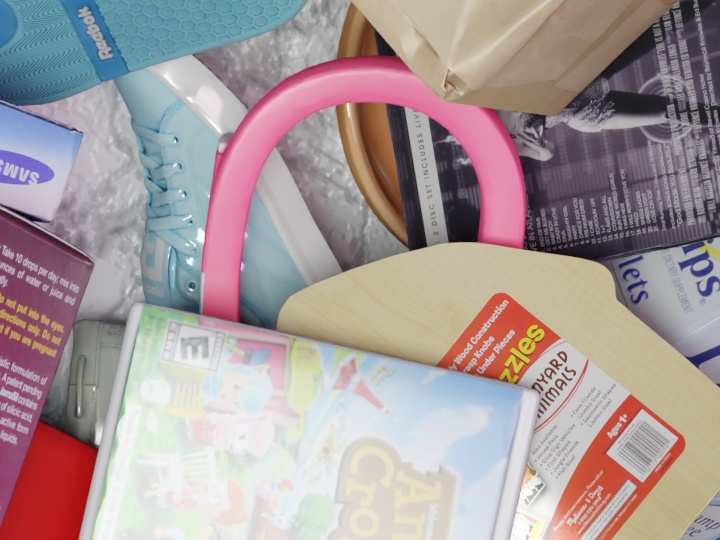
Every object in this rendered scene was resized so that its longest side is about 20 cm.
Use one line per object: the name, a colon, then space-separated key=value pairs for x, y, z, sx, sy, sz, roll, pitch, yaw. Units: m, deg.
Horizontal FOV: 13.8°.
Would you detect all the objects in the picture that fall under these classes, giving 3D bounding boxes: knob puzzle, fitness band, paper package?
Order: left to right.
fitness band: x=0.000 y=0.000 z=1.339 sx=0.144 sy=0.037 sz=0.200 roll=5 pitch=110 yaw=-4
paper package: x=0.038 y=-0.166 z=1.267 sx=0.103 sy=0.200 sz=0.191 roll=-44 pitch=78 yaw=14
knob puzzle: x=0.046 y=0.076 z=1.316 sx=0.220 sy=0.030 sz=0.220 roll=0 pitch=87 yaw=4

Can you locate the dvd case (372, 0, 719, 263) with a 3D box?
dvd case: x=0.107 y=-0.078 z=1.355 sx=0.016 sy=0.200 sz=0.149 roll=13 pitch=67 yaw=-67

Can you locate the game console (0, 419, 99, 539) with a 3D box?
game console: x=-0.206 y=0.146 z=1.305 sx=0.172 sy=0.119 sz=0.200 roll=31 pitch=81 yaw=-41

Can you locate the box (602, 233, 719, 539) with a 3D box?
box: x=0.160 y=0.044 z=1.429 sx=0.200 sy=0.105 sz=0.184 roll=-32 pitch=139 yaw=19

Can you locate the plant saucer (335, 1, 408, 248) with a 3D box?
plant saucer: x=0.069 y=-0.095 z=1.472 sx=0.200 sy=0.037 sz=0.200 roll=-5 pitch=99 yaw=-31

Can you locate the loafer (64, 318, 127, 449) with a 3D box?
loafer: x=-0.132 y=0.120 z=1.368 sx=0.070 sy=0.070 sz=0.200 roll=18 pitch=88 yaw=-2

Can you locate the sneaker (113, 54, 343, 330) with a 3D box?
sneaker: x=-0.073 y=-0.022 z=1.374 sx=0.082 sy=0.074 sz=0.200 roll=-38 pitch=110 yaw=-17

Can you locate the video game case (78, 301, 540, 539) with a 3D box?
video game case: x=-0.031 y=0.129 z=1.282 sx=0.182 sy=0.022 sz=0.200 roll=13 pitch=87 yaw=-2

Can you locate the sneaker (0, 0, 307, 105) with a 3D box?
sneaker: x=-0.121 y=-0.149 z=1.329 sx=0.200 sy=0.131 sz=0.080 roll=-10 pitch=135 yaw=3

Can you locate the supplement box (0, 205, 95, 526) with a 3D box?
supplement box: x=-0.214 y=0.060 z=1.211 sx=0.103 sy=0.131 sz=0.200 roll=33 pitch=75 yaw=-62

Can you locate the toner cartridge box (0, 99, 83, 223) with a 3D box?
toner cartridge box: x=-0.226 y=-0.073 z=1.243 sx=0.200 sy=0.095 sz=0.043 roll=20 pitch=86 yaw=-24
